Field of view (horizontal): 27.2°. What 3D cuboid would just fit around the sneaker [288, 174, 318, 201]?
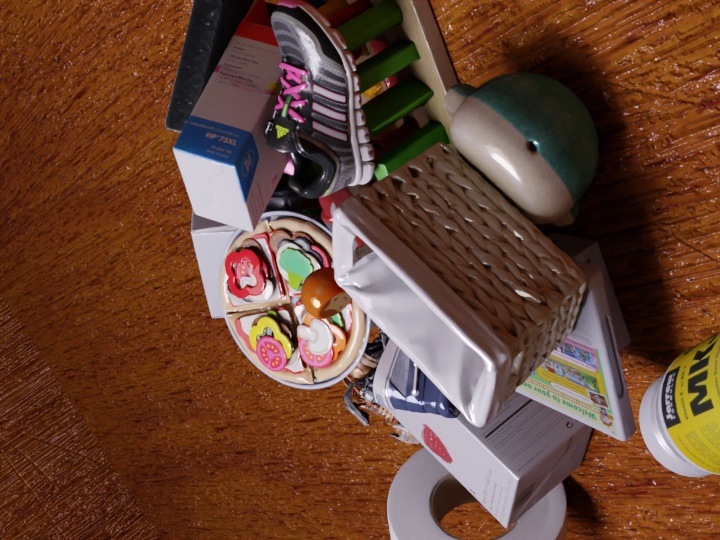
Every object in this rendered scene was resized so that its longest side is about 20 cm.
[{"bbox_3d":[-0.082,-0.165,1.666,0.200,0.075,0.079,40,139,17],"label":"sneaker"}]

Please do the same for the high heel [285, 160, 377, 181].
[{"bbox_3d":[-0.063,-0.084,1.574,0.067,0.199,0.096,-53,-28,-85],"label":"high heel"}]

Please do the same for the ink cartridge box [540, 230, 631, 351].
[{"bbox_3d":[0.181,0.028,1.414,0.200,0.067,0.116,15,134,55],"label":"ink cartridge box"}]

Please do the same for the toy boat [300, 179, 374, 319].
[{"bbox_3d":[0.000,0.000,1.448,0.131,0.131,0.200,54,177,-34],"label":"toy boat"}]

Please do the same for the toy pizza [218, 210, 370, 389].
[{"bbox_3d":[-0.078,0.035,1.600,0.200,0.032,0.201,11,111,31],"label":"toy pizza"}]

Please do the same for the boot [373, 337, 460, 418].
[{"bbox_3d":[0.087,0.054,1.519,0.090,0.201,0.073,9,164,30],"label":"boot"}]

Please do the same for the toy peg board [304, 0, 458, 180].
[{"bbox_3d":[-0.006,-0.184,1.450,0.199,0.098,0.200,16,135,54],"label":"toy peg board"}]

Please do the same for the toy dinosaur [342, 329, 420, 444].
[{"bbox_3d":[0.023,0.105,1.716,0.200,0.136,0.102,55,157,-1],"label":"toy dinosaur"}]

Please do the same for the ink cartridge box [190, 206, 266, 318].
[{"bbox_3d":[-0.144,-0.066,1.744,0.200,0.082,0.146,-92,-4,-46],"label":"ink cartridge box"}]

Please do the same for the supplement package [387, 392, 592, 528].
[{"bbox_3d":[0.133,0.149,1.589,0.200,0.120,0.121,44,155,25],"label":"supplement package"}]

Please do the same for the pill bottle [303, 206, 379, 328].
[{"bbox_3d":[0.000,0.000,1.653,0.200,0.113,0.113,19,137,52],"label":"pill bottle"}]

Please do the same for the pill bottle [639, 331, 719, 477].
[{"bbox_3d":[0.314,0.103,1.211,0.114,0.114,0.200,52,155,5],"label":"pill bottle"}]

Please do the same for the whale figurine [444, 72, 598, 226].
[{"bbox_3d":[0.143,-0.112,1.299,0.159,0.104,0.200,46,179,-2],"label":"whale figurine"}]

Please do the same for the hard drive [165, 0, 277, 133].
[{"bbox_3d":[-0.124,-0.203,1.485,0.033,0.200,0.140,17,99,16],"label":"hard drive"}]

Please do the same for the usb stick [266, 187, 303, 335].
[{"bbox_3d":[-0.075,0.006,1.634,0.055,0.033,0.201,12,114,53],"label":"usb stick"}]

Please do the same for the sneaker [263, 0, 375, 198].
[{"bbox_3d":[-0.050,-0.147,1.351,0.074,0.087,0.200,28,144,45],"label":"sneaker"}]

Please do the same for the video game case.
[{"bbox_3d":[0.161,0.050,1.371,0.200,0.022,0.183,23,139,48],"label":"video game case"}]

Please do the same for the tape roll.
[{"bbox_3d":[0.132,0.280,1.662,0.202,0.202,0.071,37,149,35],"label":"tape roll"}]

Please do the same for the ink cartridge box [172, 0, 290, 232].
[{"bbox_3d":[-0.101,-0.154,1.434,0.067,0.200,0.116,17,153,15],"label":"ink cartridge box"}]

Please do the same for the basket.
[{"bbox_3d":[0.084,0.008,1.273,0.200,0.123,0.136,46,160,20],"label":"basket"}]
